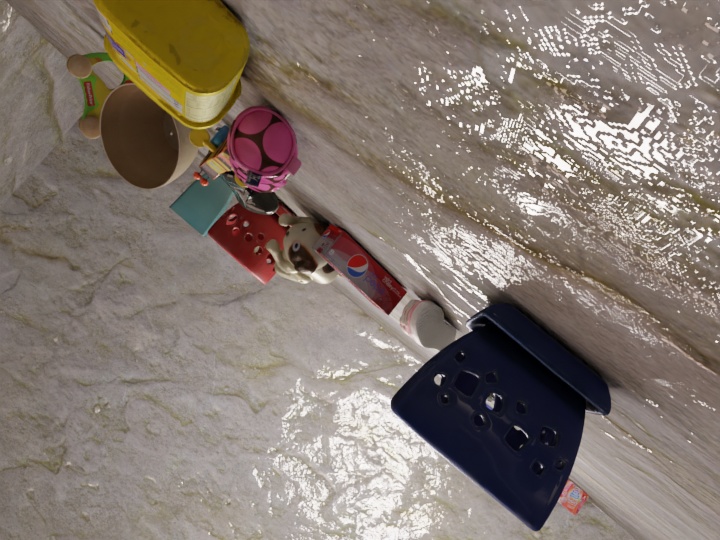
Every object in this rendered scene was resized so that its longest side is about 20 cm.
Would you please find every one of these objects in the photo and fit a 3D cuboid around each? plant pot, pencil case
[{"bbox_3d":[-0.502,-0.232,2.130,0.141,0.201,0.141,41,175,-9],"label":"plant pot"},{"bbox_3d":[-0.126,-0.147,0.847,0.093,0.092,0.200,27,179,-9],"label":"pencil case"},{"bbox_3d":[-0.397,-0.275,1.298,0.200,0.201,0.134,39,-149,10],"label":"plant pot"},{"bbox_3d":[0.163,0.155,0.770,0.199,0.180,0.200,39,175,8],"label":"plant pot"},{"bbox_3d":[-0.260,-0.096,1.647,0.200,0.183,0.200,39,175,4],"label":"plant pot"}]

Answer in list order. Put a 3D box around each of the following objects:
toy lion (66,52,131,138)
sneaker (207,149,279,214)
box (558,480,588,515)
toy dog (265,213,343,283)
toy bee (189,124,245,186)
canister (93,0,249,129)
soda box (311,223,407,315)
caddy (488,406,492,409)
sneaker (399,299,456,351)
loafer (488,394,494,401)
[{"bbox_3d":[-0.530,-0.377,1.431,0.069,0.190,0.203,31,129,57],"label":"toy lion"},{"bbox_3d":[-0.263,-0.197,1.433,0.200,0.076,0.079,40,172,-7],"label":"sneaker"},{"bbox_3d":[0.857,0.930,2.718,0.094,0.103,0.200,39,173,-2],"label":"box"},{"bbox_3d":[-0.106,-0.034,1.351,0.193,0.140,0.200,38,173,7],"label":"toy dog"},{"bbox_3d":[-0.248,-0.195,1.164,0.130,0.109,0.200,38,175,-3],"label":"toy bee"},{"bbox_3d":[-0.182,-0.219,0.633,0.148,0.087,0.200,41,173,-15],"label":"canister"},{"bbox_3d":[0.000,0.000,1.267,0.200,0.064,0.070,43,175,-30],"label":"soda box"},{"bbox_3d":[0.474,0.575,2.437,0.141,0.105,0.200,45,173,-39],"label":"caddy"},{"bbox_3d":[0.106,0.092,1.208,0.104,0.076,0.200,31,175,29],"label":"sneaker"},{"bbox_3d":[0.311,0.311,1.642,0.072,0.063,0.200,39,175,6],"label":"loafer"}]
